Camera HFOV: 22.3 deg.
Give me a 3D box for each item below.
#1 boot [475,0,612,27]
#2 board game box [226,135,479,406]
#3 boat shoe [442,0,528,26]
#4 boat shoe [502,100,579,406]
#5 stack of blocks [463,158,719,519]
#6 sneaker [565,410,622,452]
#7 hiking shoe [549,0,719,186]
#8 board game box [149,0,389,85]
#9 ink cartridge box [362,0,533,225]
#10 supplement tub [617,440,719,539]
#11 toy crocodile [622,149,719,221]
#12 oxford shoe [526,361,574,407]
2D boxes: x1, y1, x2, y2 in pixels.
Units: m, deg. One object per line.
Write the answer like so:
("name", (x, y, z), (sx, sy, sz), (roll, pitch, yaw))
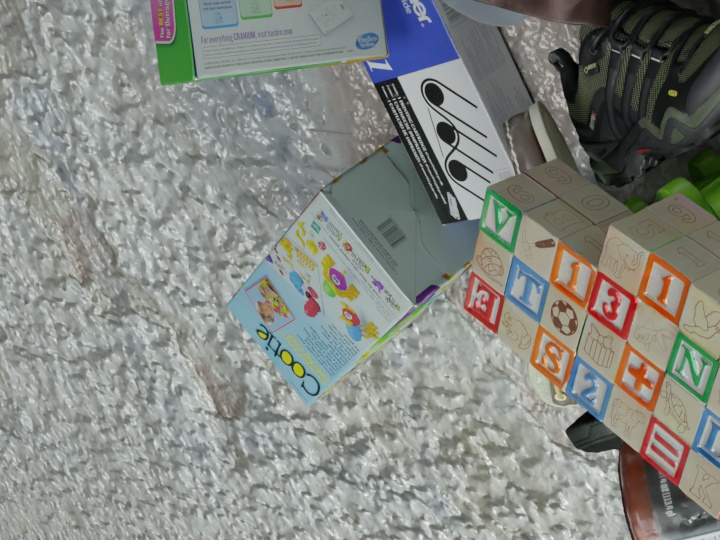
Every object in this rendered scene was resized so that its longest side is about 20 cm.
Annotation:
("boot", (0.070, -0.235, 1.022), (0.199, 0.072, 0.168), (22, 109, 29))
("board game box", (0.000, 0.000, 1.338), (0.105, 0.103, 0.200), (51, 146, 4))
("boat shoe", (0.039, -0.235, 1.112), (0.200, 0.066, 0.070), (39, 126, -19))
("boat shoe", (0.117, -0.005, 1.103), (0.059, 0.072, 0.201), (-14, 117, 16))
("stack of blocks", (0.149, 0.021, 0.972), (0.200, 0.058, 0.116), (40, 135, 34))
("sneaker", (0.227, 0.114, 1.193), (0.199, 0.060, 0.105), (-30, 93, 47))
("hiking shoe", (0.166, -0.117, 1.031), (0.101, 0.076, 0.200), (55, 152, 0))
("board game box", (-0.063, -0.222, 1.121), (0.040, 0.152, 0.202), (0, 99, 52))
("ink cartridge box", (0.053, -0.131, 1.208), (0.094, 0.044, 0.201), (-10, 112, 52))
("supplement tub", (0.258, 0.120, 1.067), (0.199, 0.107, 0.108), (-18, 109, 19))
("toy crocodile", (0.199, -0.031, 1.042), (0.062, 0.067, 0.200), (58, 171, -1))
("oxford shoe", (0.141, 0.021, 1.224), (0.201, 0.075, 0.058), (76, -179, -49))
